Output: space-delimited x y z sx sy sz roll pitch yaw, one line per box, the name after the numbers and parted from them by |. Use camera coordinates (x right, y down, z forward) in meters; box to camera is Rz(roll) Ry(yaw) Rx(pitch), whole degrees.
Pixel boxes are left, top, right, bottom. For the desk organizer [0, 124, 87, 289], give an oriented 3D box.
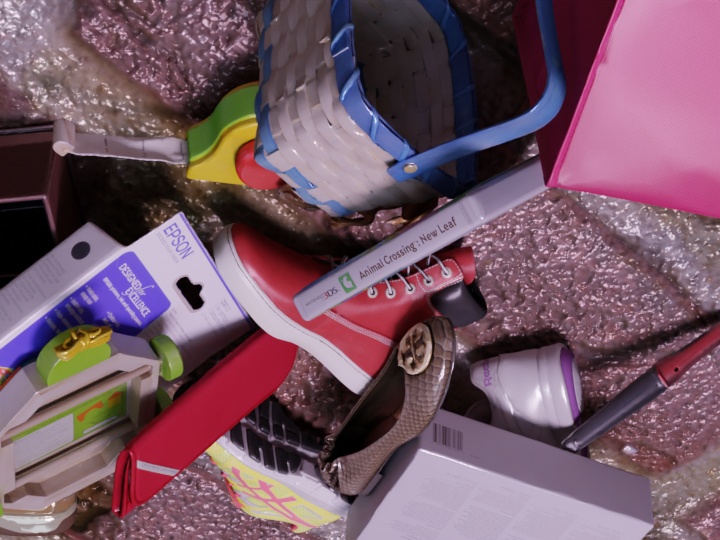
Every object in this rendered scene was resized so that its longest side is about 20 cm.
-0.231 0.002 1.099 0.071 0.077 0.201 -5 131 1 | desk organizer

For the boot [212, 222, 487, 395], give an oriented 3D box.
0.000 0.000 1.117 0.144 0.073 0.200 -34 132 23 | boot

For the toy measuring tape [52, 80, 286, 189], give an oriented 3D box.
-0.100 -0.095 1.019 0.198 0.074 0.074 6 131 -18 | toy measuring tape

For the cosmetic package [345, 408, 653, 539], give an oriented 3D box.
0.106 0.193 1.204 0.198 0.052 0.151 20 131 -13 | cosmetic package

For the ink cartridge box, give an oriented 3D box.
-0.186 0.049 1.089 0.199 0.043 0.199 -36 153 -7 | ink cartridge box

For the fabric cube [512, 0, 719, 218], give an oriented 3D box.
0.217 -0.163 0.903 0.197 0.201 0.197 9 130 -9 | fabric cube

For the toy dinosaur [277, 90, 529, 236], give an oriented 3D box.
0.040 -0.062 1.056 0.198 0.061 0.106 -23 168 -20 | toy dinosaur

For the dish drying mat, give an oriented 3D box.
-0.108 0.101 1.131 0.018 0.200 0.077 30 133 21 | dish drying mat

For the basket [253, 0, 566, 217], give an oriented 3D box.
0.033 -0.134 0.940 0.199 0.178 0.139 -25 140 36 | basket

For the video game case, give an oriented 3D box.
0.075 -0.040 0.984 0.182 0.199 0.022 -30 89 47 | video game case

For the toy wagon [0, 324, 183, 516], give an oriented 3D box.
-0.195 0.092 1.053 0.154 0.040 0.201 -26 150 -28 | toy wagon

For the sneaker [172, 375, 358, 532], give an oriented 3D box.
-0.085 0.159 1.242 0.090 0.079 0.200 -34 125 27 | sneaker

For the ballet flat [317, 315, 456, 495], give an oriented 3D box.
0.016 0.103 1.143 0.046 0.068 0.201 14 138 -18 | ballet flat

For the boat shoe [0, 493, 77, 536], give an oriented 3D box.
-0.330 0.169 1.253 0.198 0.072 0.077 0 117 -13 | boat shoe

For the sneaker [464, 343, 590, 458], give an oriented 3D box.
0.136 0.142 1.252 0.098 0.075 0.202 -5 123 11 | sneaker

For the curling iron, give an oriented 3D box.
0.242 0.086 1.187 0.199 0.050 0.026 -29 155 -3 | curling iron
